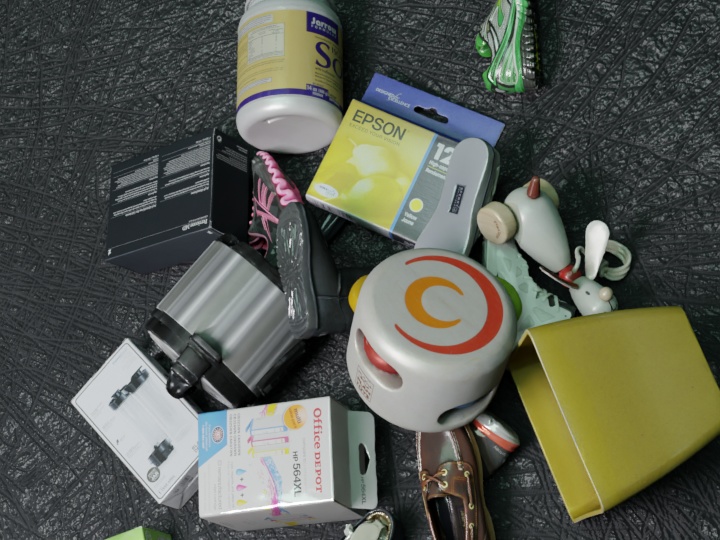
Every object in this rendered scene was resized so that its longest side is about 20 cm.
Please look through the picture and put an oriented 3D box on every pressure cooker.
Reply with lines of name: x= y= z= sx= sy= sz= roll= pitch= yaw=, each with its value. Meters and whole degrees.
pressure cooker: x=-0.171 y=0.079 z=1.621 sx=0.200 sy=0.176 sz=0.178 roll=-49 pitch=47 yaw=-11

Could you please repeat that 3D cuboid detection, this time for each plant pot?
plant pot: x=0.287 y=0.143 z=1.428 sx=0.174 sy=0.200 sz=0.202 roll=-21 pitch=77 yaw=-5

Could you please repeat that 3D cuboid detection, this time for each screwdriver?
screwdriver: x=0.002 y=-0.117 z=1.709 sx=0.028 sy=0.029 sz=0.201 roll=35 pitch=91 yaw=26

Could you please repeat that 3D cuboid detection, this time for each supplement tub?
supplement tub: x=-0.094 y=-0.274 z=1.736 sx=0.143 sy=0.145 sz=0.203 roll=-7 pitch=70 yaw=17

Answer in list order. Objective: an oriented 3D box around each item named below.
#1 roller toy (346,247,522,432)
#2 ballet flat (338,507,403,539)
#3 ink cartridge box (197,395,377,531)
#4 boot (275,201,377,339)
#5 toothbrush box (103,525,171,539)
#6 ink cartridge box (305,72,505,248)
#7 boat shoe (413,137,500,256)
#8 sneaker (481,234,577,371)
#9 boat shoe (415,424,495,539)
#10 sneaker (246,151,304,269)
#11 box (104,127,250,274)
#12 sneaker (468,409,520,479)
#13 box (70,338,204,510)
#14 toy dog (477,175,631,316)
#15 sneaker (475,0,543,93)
roller toy: x=0.076 y=0.082 z=1.472 sx=0.197 sy=0.141 sz=0.184 roll=13 pitch=49 yaw=0
ballet flat: x=-0.027 y=0.347 z=1.505 sx=0.199 sy=0.073 sz=0.073 roll=-39 pitch=62 yaw=-23
ink cartridge box: x=-0.082 y=0.234 z=1.570 sx=0.197 sy=0.125 sz=0.130 roll=-10 pitch=69 yaw=17
boot: x=0.000 y=0.001 z=1.583 sx=0.065 sy=0.198 sz=0.167 roll=-18 pitch=76 yaw=56
toothbrush box: x=-0.293 y=0.438 z=1.599 sx=0.144 sy=0.086 sz=0.202 roll=-21 pitch=68 yaw=12
ink cartridge box: x=0.059 y=-0.142 z=1.678 sx=0.196 sy=0.047 sz=0.202 roll=23 pitch=83 yaw=15
boat shoe: x=0.123 y=-0.062 z=1.599 sx=0.071 sy=0.065 sz=0.203 roll=16 pitch=90 yaw=33
sneaker: x=0.206 y=0.024 z=1.578 sx=0.114 sy=0.076 sz=0.204 roll=-2 pitch=79 yaw=10
boat shoe: x=0.104 y=0.253 z=1.492 sx=0.070 sy=0.070 sz=0.203 roll=-21 pitch=84 yaw=37
sneaker: x=-0.119 y=-0.074 z=1.702 sx=0.095 sy=0.079 sz=0.201 roll=-35 pitch=49 yaw=8
box: x=-0.245 y=-0.088 z=1.735 sx=0.198 sy=0.079 sz=0.143 roll=-14 pitch=64 yaw=35
sneaker: x=0.093 y=0.177 z=1.558 sx=0.199 sy=0.077 sz=0.082 roll=35 pitch=94 yaw=28
box: x=-0.270 y=0.198 z=1.686 sx=0.200 sy=0.060 sz=0.117 roll=41 pitch=89 yaw=26
toy dog: x=0.235 y=-0.038 z=1.518 sx=0.199 sy=0.097 sz=0.132 roll=31 pitch=60 yaw=5
sneaker: x=0.187 y=-0.327 z=1.691 sx=0.084 sy=0.078 sz=0.203 roll=-7 pitch=71 yaw=18
